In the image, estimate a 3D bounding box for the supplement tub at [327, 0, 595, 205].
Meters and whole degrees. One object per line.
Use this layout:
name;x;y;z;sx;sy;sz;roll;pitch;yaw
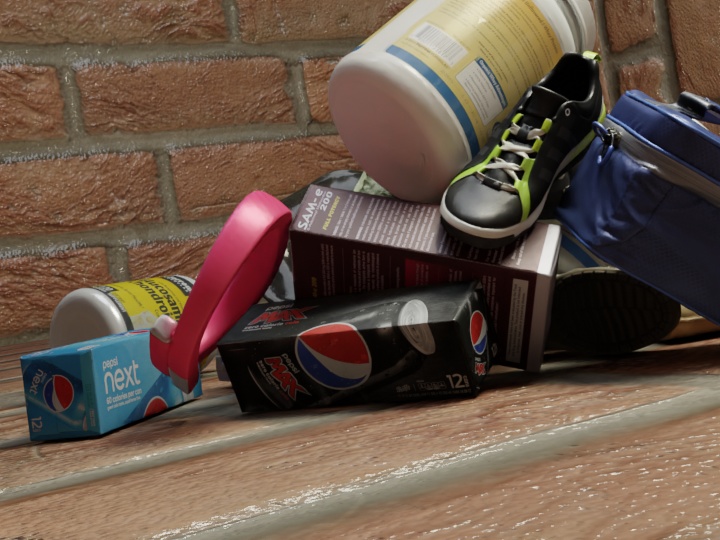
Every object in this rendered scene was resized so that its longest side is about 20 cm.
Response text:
supplement tub;0.086;-0.164;1.015;0.200;0.145;0.145;-42;17;-24

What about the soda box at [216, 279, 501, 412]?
soda box;-0.003;0.058;0.920;0.199;0.063;0.071;-8;23;26

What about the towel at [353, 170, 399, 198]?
towel;0.066;-0.070;1.060;0.148;0.037;0.200;0;45;22

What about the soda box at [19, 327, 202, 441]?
soda box;-0.200;0.089;1.022;0.064;0.068;0.200;-7;1;16

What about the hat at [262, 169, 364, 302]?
hat;0.000;0.000;1.098;0.200;0.081;0.201;-6;45;6

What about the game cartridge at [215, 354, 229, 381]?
game cartridge;-0.035;0.083;1.120;0.129;0.039;0.200;-4;-1;-29

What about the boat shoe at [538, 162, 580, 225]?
boat shoe;0.162;-0.082;1.098;0.200;0.060;0.074;-13;37;41

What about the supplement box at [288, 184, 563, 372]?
supplement box;0.049;0.006;0.951;0.199;0.109;0.061;10;45;11

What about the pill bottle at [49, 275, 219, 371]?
pill bottle;-0.220;0.064;1.302;0.112;0.112;0.200;-7;2;36

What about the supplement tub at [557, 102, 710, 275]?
supplement tub;0.243;-0.046;1.157;0.200;0.132;0.132;-45;11;-13

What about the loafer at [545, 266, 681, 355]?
loafer;0.182;0.033;1.041;0.200;0.076;0.068;-8;7;39

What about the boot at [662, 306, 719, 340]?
boot;0.338;0.016;1.113;0.199;0.066;0.175;-9;1;-8

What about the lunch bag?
lunch bag;0.247;-0.051;0.904;0.200;0.133;0.136;28;13;-16

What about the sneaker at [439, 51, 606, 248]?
sneaker;0.122;-0.100;0.921;0.072;0.083;0.200;23;51;25

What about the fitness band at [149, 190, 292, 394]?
fitness band;-0.106;0.017;0.937;0.037;0.144;0.200;33;-22;4
